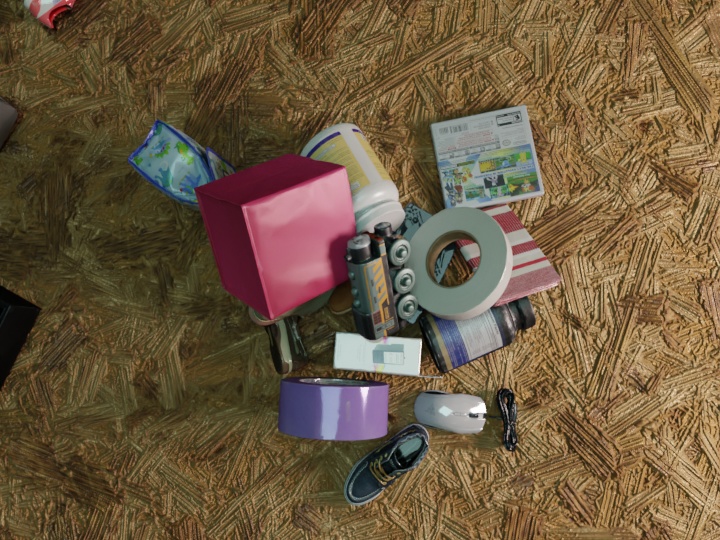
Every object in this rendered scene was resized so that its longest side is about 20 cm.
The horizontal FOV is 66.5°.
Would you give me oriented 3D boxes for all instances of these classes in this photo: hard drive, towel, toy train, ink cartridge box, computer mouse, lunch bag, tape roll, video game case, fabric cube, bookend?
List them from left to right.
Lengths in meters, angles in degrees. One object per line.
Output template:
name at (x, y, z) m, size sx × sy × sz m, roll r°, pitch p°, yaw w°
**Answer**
bookend at (-0.795, 0.121, 1.109) m, size 0.196 × 0.092 × 0.202 m, roll 26°, pitch 86°, yaw 9°
lunch bag at (-0.314, -0.174, 1.064) m, size 0.199 × 0.170 × 0.128 m, roll 40°, pitch 91°, yaw 9°
fabric cube at (-0.139, -0.068, 0.950) m, size 0.197 × 0.198 × 0.201 m, roll -27°, pitch 121°, yaw -30°
tape roll at (-0.047, 0.240, 0.974) m, size 0.194 × 0.200 × 0.088 m, roll 1°, pitch 82°, yaw 5°
toy train at (0.033, 0.022, 0.946) m, size 0.112 × 0.085 × 0.205 m, roll -24°, pitch 119°, yaw -25°
ink cartridge box at (0.054, 0.156, 1.017) m, size 0.194 × 0.117 × 0.069 m, roll 5°, pitch 81°, yaw 6°
hard drive at (0.099, -0.013, 1.072) m, size 0.133 × 0.042 × 0.203 m, roll 29°, pitch 86°, yaw 8°
tape roll at (0.171, -0.015, 0.979) m, size 0.198 × 0.037 × 0.208 m, roll -13°, pitch 65°, yaw 29°
computer mouse at (0.197, 0.271, 1.027) m, size 0.194 × 0.044 × 0.113 m, roll 4°, pitch 84°, yaw 5°
video game case at (0.250, -0.221, 1.095) m, size 0.194 × 0.022 × 0.188 m, roll -10°, pitch 82°, yaw 3°
towel at (0.258, -0.033, 1.014) m, size 0.140 × 0.023 × 0.203 m, roll -15°, pitch 55°, yaw -14°

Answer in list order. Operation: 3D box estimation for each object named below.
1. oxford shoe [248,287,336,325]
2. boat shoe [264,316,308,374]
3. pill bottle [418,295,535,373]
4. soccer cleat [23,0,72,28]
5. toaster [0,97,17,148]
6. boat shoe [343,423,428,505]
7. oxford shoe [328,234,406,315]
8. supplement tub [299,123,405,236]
oxford shoe at (-0.109, 0.048, 1.029) m, size 0.197 × 0.074 × 0.072 m, roll -24°, pitch 84°, yaw -35°
boat shoe at (-0.148, 0.097, 1.076) m, size 0.073 × 0.075 × 0.208 m, roll -7°, pitch 75°, yaw -28°
pill bottle at (0.214, 0.101, 1.012) m, size 0.196 × 0.112 × 0.114 m, roll -23°, pitch 81°, yaw 1°
soccer cleat at (-0.643, -0.625, 1.210) m, size 0.200 × 0.068 × 0.073 m, roll -46°, pitch 105°, yaw -5°
toaster at (-0.845, -0.355, 1.121) m, size 0.179 × 0.200 × 0.120 m, roll 37°, pitch 91°, yaw 9°
boat shoe at (0.044, 0.358, 1.006) m, size 0.200 × 0.091 × 0.071 m, roll -42°, pitch 81°, yaw -1°
oxford shoe at (0.000, 0.000, 1.028) m, size 0.201 × 0.071 × 0.072 m, roll -48°, pitch 50°, yaw 12°
supplement tub at (-0.016, -0.155, 1.037) m, size 0.143 × 0.146 × 0.203 m, roll -30°, pitch 73°, yaw 1°
